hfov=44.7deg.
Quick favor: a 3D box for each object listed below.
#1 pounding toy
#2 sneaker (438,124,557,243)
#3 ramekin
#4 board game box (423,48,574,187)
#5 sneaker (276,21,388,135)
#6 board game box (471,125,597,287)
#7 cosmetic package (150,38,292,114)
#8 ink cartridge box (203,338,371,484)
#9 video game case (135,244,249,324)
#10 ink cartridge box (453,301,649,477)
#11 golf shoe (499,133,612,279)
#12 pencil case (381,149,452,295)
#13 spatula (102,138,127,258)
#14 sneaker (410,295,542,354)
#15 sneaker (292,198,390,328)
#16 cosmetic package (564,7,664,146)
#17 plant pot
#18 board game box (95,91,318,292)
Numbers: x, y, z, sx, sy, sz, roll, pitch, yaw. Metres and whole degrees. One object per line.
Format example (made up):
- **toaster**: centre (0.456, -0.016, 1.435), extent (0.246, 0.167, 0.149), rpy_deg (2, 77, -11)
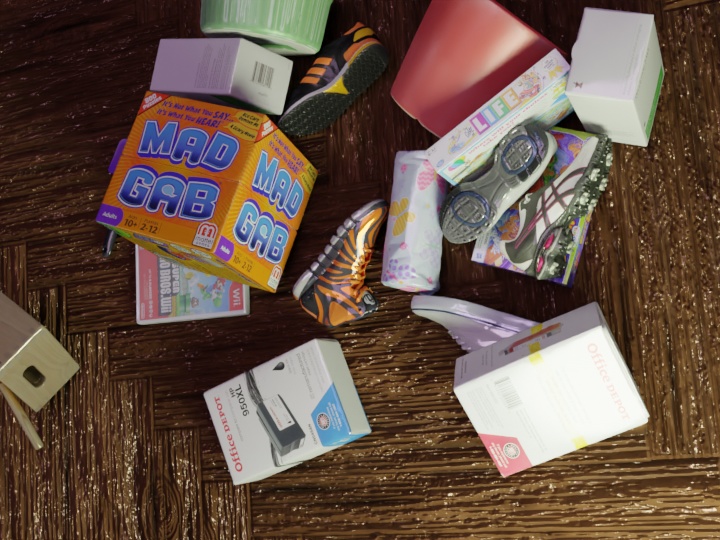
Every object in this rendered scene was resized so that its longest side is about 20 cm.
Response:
- **pounding toy**: centre (-0.560, 0.151, 1.400), extent (0.184, 0.200, 0.142), rpy_deg (33, 68, 22)
- **sneaker**: centre (0.184, -0.105, 1.137), extent (0.200, 0.087, 0.075), rpy_deg (-44, 71, 31)
- **ramekin**: centre (-0.141, -0.381, 1.283), extent (0.199, 0.200, 0.098), rpy_deg (11, 95, 22)
- **board game box**: centre (0.186, -0.183, 1.110), extent (0.200, 0.134, 0.034), rpy_deg (-37, 72, 13)
- **sneaker**: centre (-0.050, -0.287, 1.310), extent (0.200, 0.070, 0.090), rpy_deg (-38, 52, 17)
- **board game box**: centre (0.242, -0.092, 1.174), extent (0.134, 0.045, 0.201), rpy_deg (15, 89, 23)
- **cosmetic package**: centre (-0.210, -0.291, 1.306), extent (0.199, 0.107, 0.085), rpy_deg (12, 90, 44)
- **ink cartridge box**: centre (-0.107, 0.203, 1.257), extent (0.199, 0.084, 0.145), rpy_deg (-27, 74, 17)
- **video game case**: centre (-0.267, 0.006, 1.380), extent (0.199, 0.017, 0.144), rpy_deg (-6, 81, 21)
- **ink cartridge box**: centre (0.237, 0.149, 1.098), extent (0.199, 0.083, 0.146), rpy_deg (-25, 106, 17)
- **golf shoe**: centre (0.249, -0.089, 1.108), extent (0.088, 0.077, 0.201), rpy_deg (29, 94, 29)
- **pencil case**: centre (0.080, -0.068, 1.215), extent (0.083, 0.091, 0.201), rpy_deg (5, 85, 40)
- **spatula**: centre (-0.401, -0.119, 1.445), extent (0.056, 0.021, 0.201), rpy_deg (9, 89, 35)
- **sneaker**: centre (0.156, 0.083, 1.173), extent (0.199, 0.073, 0.071), rpy_deg (15, 86, 22)
- **sneaker**: centre (0.000, 0.000, 1.252), extent (0.112, 0.077, 0.200), rpy_deg (44, 111, 16)
- **cosmetic package**: centre (0.316, -0.232, 1.077), extent (0.084, 0.200, 0.108), rpy_deg (14, 90, 22)
- **plant pot**: centre (0.146, -0.269, 1.165), extent (0.200, 0.200, 0.178), rpy_deg (43, 111, 20)
- **board game box**: centre (-0.212, -0.109, 1.258), extent (0.199, 0.200, 0.201), rpy_deg (15, 79, 22)
